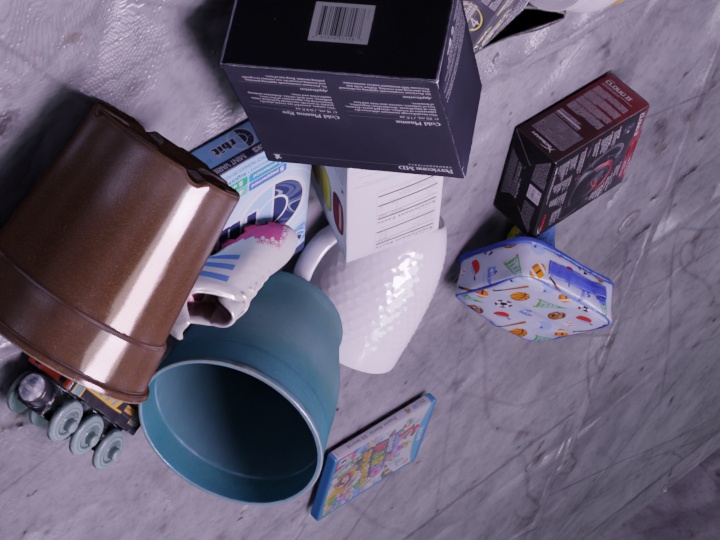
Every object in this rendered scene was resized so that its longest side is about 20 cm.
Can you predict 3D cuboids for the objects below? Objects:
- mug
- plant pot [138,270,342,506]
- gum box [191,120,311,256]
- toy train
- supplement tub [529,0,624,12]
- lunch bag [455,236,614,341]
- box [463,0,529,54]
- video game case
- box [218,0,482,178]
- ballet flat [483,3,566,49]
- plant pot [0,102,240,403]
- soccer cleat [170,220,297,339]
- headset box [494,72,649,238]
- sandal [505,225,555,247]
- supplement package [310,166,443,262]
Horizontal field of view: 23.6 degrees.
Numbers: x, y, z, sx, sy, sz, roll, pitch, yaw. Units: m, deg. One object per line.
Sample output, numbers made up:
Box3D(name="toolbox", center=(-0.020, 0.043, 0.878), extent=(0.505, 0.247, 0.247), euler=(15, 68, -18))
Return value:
Box3D(name="mug", center=(0.000, 0.000, 1.915), extent=(0.199, 0.148, 0.176), euler=(5, 122, -51))
Box3D(name="plant pot", center=(-0.105, 0.109, 1.806), extent=(0.189, 0.198, 0.201), euler=(-64, 175, -47))
Box3D(name="gum box", center=(-0.128, -0.058, 1.736), extent=(0.169, 0.045, 0.201), euler=(-32, 151, -26))
Box3D(name="toy train", center=(-0.276, 0.123, 1.740), extent=(0.114, 0.085, 0.200), euler=(-55, 155, -9))
Box3D(name="supplement tub", center=(0.255, -0.349, 1.790), extent=(0.199, 0.144, 0.145), euler=(-23, 147, -41))
Box3D(name="lunch bag", center=(0.234, 0.025, 2.258), extent=(0.199, 0.076, 0.160), euler=(25, 150, -35))
Box3D(name="box", center=(0.154, -0.297, 1.645), extent=(0.161, 0.049, 0.200), euler=(-49, 176, -45))
Box3D(name="video game case", center=(0.019, 0.267, 2.475), extent=(0.199, 0.018, 0.144), euler=(-28, 149, -35))
Box3D(name="box", center=(-0.003, -0.176, 1.554), extent=(0.182, 0.198, 0.105), euler=(68, 31, -63))
Box3D(name="ballet flat", center=(0.135, -0.254, 1.803), extent=(0.199, 0.057, 0.067), euler=(-32, 151, -28))
Box3D(name="plant pot", center=(-0.216, -0.023, 1.494), extent=(0.199, 0.200, 0.200), euler=(-56, 155, 4))
Box3D(name="soccer cleat", center=(-0.127, 0.016, 1.694), extent=(0.199, 0.086, 0.070), euler=(-22, 147, -38))
Box3D(name="headset box", center=(0.277, -0.150, 2.208), extent=(0.199, 0.075, 0.149), euler=(-32, 152, -29))
Box3D(name="sandal", center=(0.249, -0.012, 2.361), extent=(0.079, 0.087, 0.201), euler=(-37, 152, -15))
Box3D(name="supplement package", center=(0.015, -0.114, 1.749), extent=(0.109, 0.115, 0.201), euler=(-20, 155, -10))
